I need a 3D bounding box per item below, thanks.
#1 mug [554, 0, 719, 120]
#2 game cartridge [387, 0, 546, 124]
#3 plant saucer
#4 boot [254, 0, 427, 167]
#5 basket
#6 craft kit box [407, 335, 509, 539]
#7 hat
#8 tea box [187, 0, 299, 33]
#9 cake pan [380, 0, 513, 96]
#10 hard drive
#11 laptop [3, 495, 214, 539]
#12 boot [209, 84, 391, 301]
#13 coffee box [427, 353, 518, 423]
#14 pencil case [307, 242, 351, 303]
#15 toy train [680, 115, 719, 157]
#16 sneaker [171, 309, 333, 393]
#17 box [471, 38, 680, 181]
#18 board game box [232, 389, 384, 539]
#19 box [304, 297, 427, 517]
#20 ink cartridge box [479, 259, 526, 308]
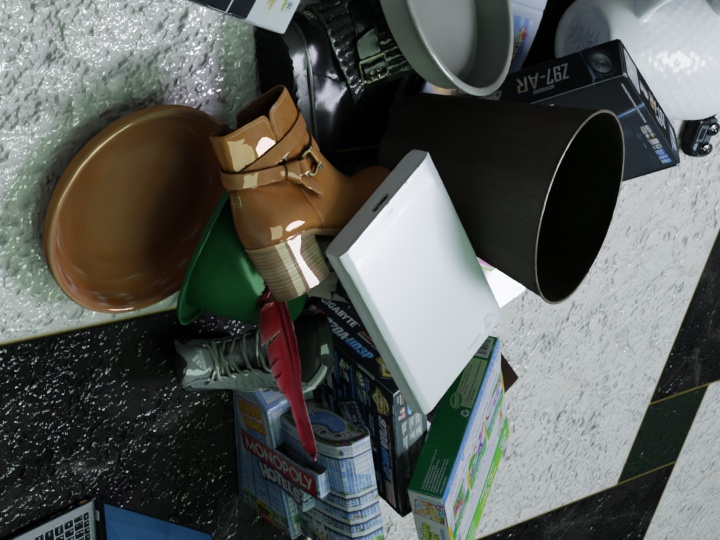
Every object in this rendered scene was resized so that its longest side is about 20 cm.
[{"bbox_3d":[0.309,-0.247,1.571,0.173,0.149,0.200,-3,153,-34],"label":"mug"},{"bbox_3d":[0.113,-0.221,1.502,0.132,0.041,0.202,6,116,-44],"label":"game cartridge"},{"bbox_3d":[-0.192,-0.057,1.318,0.199,0.037,0.202,-27,136,-29],"label":"plant saucer"},{"bbox_3d":[-0.010,-0.163,1.383,0.157,0.079,0.213,-27,137,-28],"label":"boot"},{"bbox_3d":[0.125,-0.088,1.415,0.135,0.199,0.183,-3,112,-52],"label":"basket"},{"bbox_3d":[0.110,0.203,1.628,0.199,0.048,0.202,74,32,-51],"label":"craft kit box"},{"bbox_3d":[-0.053,0.020,1.345,0.202,0.175,0.166,-64,171,14],"label":"hat"},{"bbox_3d":[-0.113,-0.310,1.106,0.196,0.133,0.202,11,112,-51],"label":"tea box"},{"bbox_3d":[0.074,-0.250,1.342,0.199,0.036,0.203,25,60,-51],"label":"cake pan"},{"bbox_3d":[0.052,0.013,1.338,0.132,0.026,0.201,-50,131,-26],"label":"hard drive"},{"bbox_3d":[-0.260,0.336,1.514,0.198,0.116,0.189,-23,135,-32],"label":"laptop"},{"bbox_3d":[-0.047,-0.087,1.299,0.200,0.076,0.157,-40,115,-39],"label":"boot"},{"bbox_3d":[0.089,0.099,1.708,0.113,0.080,0.200,-48,143,-6],"label":"coffee box"},{"bbox_3d":[0.000,0.000,1.436,0.078,0.197,0.091,-30,131,-66],"label":"pencil case"},{"bbox_3d":[0.432,-0.228,1.834,0.045,0.034,0.202,-4,125,-29],"label":"toy train"},{"bbox_3d":[-0.115,0.086,1.421,0.114,0.199,0.076,-2,79,-34],"label":"sneaker"},{"bbox_3d":[0.222,-0.147,1.539,0.158,0.044,0.200,-15,151,21],"label":"box"},{"bbox_3d":[-0.066,0.184,1.560,0.061,0.199,0.202,-27,123,-29],"label":"board game box"},{"bbox_3d":[0.005,0.142,1.592,0.046,0.159,0.202,-31,139,-25],"label":"box"},{"bbox_3d":[0.125,-0.044,1.576,0.199,0.076,0.149,-34,106,-21],"label":"ink cartridge box"}]
